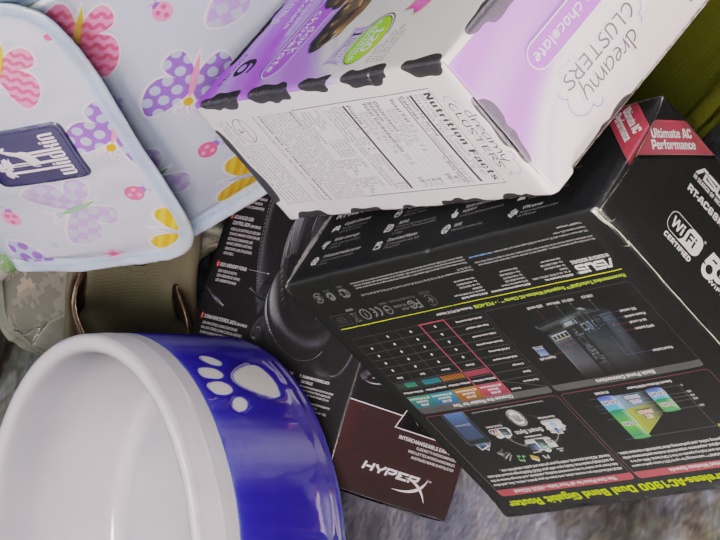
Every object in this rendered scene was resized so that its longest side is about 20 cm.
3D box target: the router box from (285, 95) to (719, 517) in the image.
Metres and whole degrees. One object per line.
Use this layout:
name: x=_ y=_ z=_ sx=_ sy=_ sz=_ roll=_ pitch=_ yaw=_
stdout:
router box: x=0.087 y=0.020 z=1.178 sx=0.200 sy=0.150 sz=0.062 roll=-13 pitch=36 yaw=51

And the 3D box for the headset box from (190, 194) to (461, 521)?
headset box: x=0.000 y=0.000 z=1.383 sx=0.149 sy=0.077 sz=0.201 roll=10 pitch=81 yaw=55

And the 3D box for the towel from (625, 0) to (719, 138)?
towel: x=0.124 y=-0.135 z=1.331 sx=0.086 sy=0.018 sz=0.201 roll=-48 pitch=40 yaw=30

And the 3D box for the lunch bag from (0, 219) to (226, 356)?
lunch bag: x=-0.113 y=-0.063 z=1.538 sx=0.164 sy=0.117 sz=0.201 roll=-30 pitch=46 yaw=41

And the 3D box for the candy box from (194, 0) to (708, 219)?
candy box: x=0.050 y=-0.106 z=1.179 sx=0.168 sy=0.072 sz=0.200 roll=-50 pitch=21 yaw=-22

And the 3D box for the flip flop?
flip flop: x=-0.106 y=0.028 z=1.444 sx=0.201 sy=0.081 sz=0.058 roll=94 pitch=178 yaw=-47

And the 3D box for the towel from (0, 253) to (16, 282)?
towel: x=-0.151 y=-0.078 z=1.483 sx=0.200 sy=0.031 sz=0.150 roll=-34 pitch=52 yaw=31

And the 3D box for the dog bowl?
dog bowl: x=-0.091 y=0.128 z=1.338 sx=0.200 sy=0.078 sz=0.201 roll=0 pitch=90 yaw=56

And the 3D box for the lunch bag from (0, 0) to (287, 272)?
lunch bag: x=-0.105 y=-0.098 z=1.301 sx=0.199 sy=0.170 sz=0.127 roll=-29 pitch=42 yaw=-2
